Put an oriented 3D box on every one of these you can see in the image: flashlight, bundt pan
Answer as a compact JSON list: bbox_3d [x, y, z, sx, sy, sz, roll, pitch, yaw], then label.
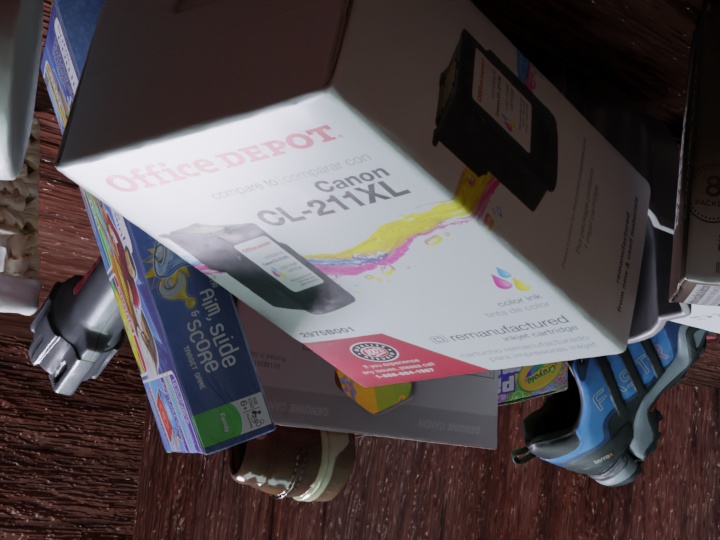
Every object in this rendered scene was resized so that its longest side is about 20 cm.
[{"bbox_3d":[-0.135,-0.015,0.966,0.068,0.068,0.200,-33,168,-48],"label":"flashlight"},{"bbox_3d":[0.070,-0.036,0.814,0.199,0.077,0.202,9,153,4],"label":"bundt pan"}]

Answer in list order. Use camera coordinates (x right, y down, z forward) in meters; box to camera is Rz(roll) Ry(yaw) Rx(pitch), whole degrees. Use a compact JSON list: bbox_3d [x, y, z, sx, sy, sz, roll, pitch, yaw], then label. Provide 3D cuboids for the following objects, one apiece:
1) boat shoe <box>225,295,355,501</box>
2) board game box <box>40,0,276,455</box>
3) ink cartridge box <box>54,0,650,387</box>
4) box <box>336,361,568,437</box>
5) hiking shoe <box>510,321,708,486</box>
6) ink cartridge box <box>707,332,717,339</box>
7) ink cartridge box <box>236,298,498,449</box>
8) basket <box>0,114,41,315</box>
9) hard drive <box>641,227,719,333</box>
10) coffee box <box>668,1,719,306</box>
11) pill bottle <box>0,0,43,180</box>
[{"bbox_3d":[-0.064,0.033,0.914,0.074,0.204,0.075,5,132,-30],"label":"boat shoe"},{"bbox_3d":[-0.097,-0.017,0.757,0.034,0.202,0.135,-18,179,-14],"label":"board game box"},{"bbox_3d":[0.001,-0.038,0.662,0.145,0.084,0.200,-10,146,39],"label":"ink cartridge box"},{"bbox_3d":[-0.001,0.024,1.080,0.198,0.124,0.192,-8,-171,-38],"label":"box"},{"bbox_3d":[0.172,0.047,1.097,0.086,0.202,0.074,13,-169,-24],"label":"hiking shoe"},{"bbox_3d":[0.155,0.006,1.237,0.144,0.086,0.200,8,174,-22],"label":"ink cartridge box"},{"bbox_3d":[0.000,0.000,0.902,0.198,0.179,0.044,12,170,-42],"label":"ink cartridge box"},{"bbox_3d":[-0.293,-0.044,0.967,0.197,0.125,0.136,4,178,7],"label":"basket"},{"bbox_3d":[0.204,0.005,0.942,0.131,0.027,0.199,-10,164,43],"label":"hard drive"},{"bbox_3d":[0.230,-0.038,0.672,0.197,0.116,0.080,6,174,7],"label":"coffee box"},{"bbox_3d":[-0.219,-0.088,0.603,0.197,0.116,0.114,6,173,-6],"label":"pill bottle"}]
